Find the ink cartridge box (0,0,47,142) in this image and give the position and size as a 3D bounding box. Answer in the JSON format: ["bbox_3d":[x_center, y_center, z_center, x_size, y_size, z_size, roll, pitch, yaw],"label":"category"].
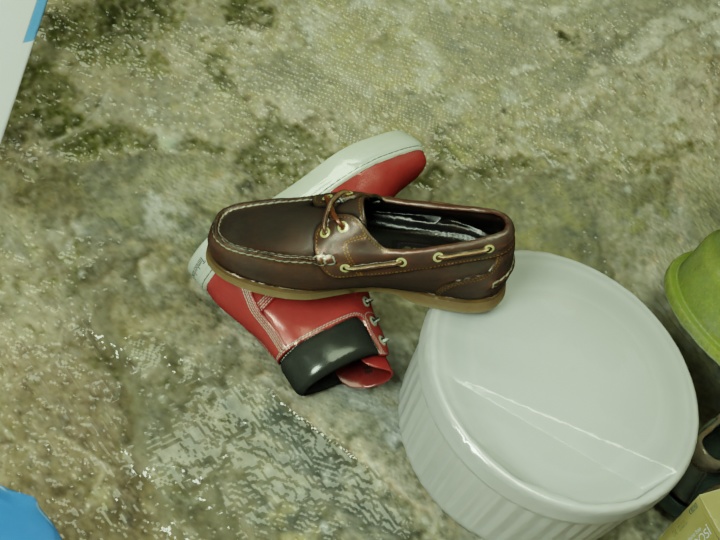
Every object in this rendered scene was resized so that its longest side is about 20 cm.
[{"bbox_3d":[-0.277,-0.182,1.556,0.145,0.148,0.200,18,9,-15],"label":"ink cartridge box"}]

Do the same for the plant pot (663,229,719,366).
[{"bbox_3d":[0.345,-0.018,1.752,0.199,0.185,0.201,23,28,-13],"label":"plant pot"}]

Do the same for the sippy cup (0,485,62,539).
[{"bbox_3d":[-0.223,0.186,1.378,0.177,0.130,0.140,-25,70,-39],"label":"sippy cup"}]

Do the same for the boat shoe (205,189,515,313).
[{"bbox_3d":[0.001,-0.023,1.594,0.198,0.071,0.071,3,51,-2],"label":"boat shoe"}]

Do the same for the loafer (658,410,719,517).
[{"bbox_3d":[0.284,0.112,1.743,0.199,0.063,0.072,-27,71,-39],"label":"loafer"}]

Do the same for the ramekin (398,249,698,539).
[{"bbox_3d":[0.116,0.095,1.648,0.201,0.094,0.203,14,50,-18],"label":"ramekin"}]

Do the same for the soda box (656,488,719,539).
[{"bbox_3d":[0.304,0.175,1.703,0.199,0.068,0.064,-12,61,-34],"label":"soda box"}]

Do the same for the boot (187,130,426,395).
[{"bbox_3d":[0.000,0.000,1.679,0.200,0.073,0.144,-35,77,-32],"label":"boot"}]
